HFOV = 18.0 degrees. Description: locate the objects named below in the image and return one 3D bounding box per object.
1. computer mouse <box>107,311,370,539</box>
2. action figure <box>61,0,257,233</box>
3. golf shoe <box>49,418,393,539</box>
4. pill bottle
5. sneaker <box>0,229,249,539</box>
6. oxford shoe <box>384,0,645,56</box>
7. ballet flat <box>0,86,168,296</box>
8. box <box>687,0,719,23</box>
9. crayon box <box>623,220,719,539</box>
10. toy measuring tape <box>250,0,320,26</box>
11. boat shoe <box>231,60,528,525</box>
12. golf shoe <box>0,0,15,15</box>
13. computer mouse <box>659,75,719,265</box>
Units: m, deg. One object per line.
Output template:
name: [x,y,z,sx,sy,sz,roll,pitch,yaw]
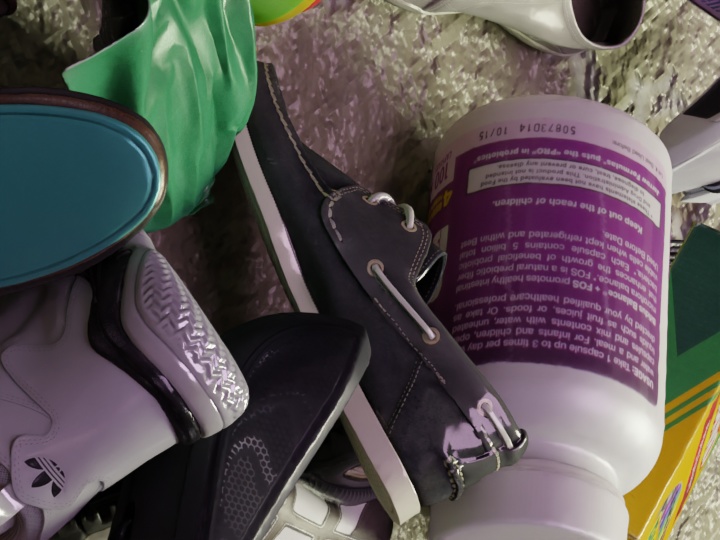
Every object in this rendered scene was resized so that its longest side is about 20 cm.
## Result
computer mouse: [-0.058,0.076,0.785,0.053,0.139,0.200,37,44,-6]
action figure: [-0.074,-0.071,0.833,0.118,0.055,0.200,-55,164,-22]
golf shoe: [-0.052,0.113,0.914,0.199,0.078,0.095,-4,96,-46]
pill bottle: [0.078,0.034,0.987,0.112,0.112,0.201,38,48,-42]
sneaker: [-0.117,0.028,0.787,0.115,0.200,0.075,-35,115,-6]
oxford shoe: [0.062,-0.145,1.034,0.199,0.058,0.076,17,83,-45]
ballet flat: [-0.161,-0.017,0.735,0.199,0.068,0.068,-17,105,-7]
box: [0.173,-0.239,1.077,0.176,0.096,0.201,24,57,-46]
crayon box: [0.134,0.092,1.092,0.200,0.051,0.127,-57,164,-27]
toy measuring tape: [-0.028,-0.170,0.924,0.073,0.073,0.201,32,70,-44]
boat shoe: [0.000,0.000,0.916,0.072,0.067,0.201,73,-9,-73]
golf shoe: [-0.133,-0.131,0.803,0.199,0.078,0.095,-18,108,-34]
computer mouse: [0.180,-0.057,1.094,0.109,0.044,0.200,19,124,-46]
